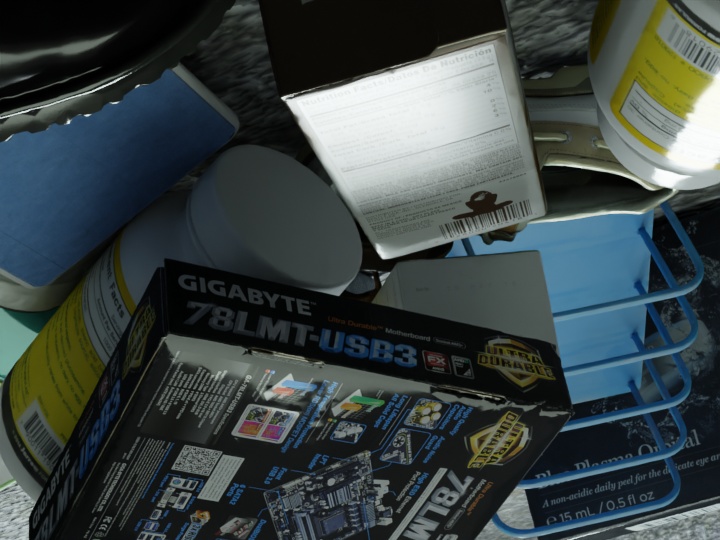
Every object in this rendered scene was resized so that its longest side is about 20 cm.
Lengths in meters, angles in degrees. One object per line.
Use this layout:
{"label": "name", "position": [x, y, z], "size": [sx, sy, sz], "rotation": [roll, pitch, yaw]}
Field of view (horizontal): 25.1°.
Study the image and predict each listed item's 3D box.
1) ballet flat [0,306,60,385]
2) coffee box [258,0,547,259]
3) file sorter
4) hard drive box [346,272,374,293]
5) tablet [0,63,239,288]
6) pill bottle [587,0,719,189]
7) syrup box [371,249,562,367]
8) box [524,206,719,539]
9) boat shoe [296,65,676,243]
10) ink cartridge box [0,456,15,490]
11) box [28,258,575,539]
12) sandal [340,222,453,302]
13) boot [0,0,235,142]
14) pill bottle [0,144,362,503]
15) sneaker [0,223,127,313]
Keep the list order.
{"label": "ballet flat", "position": [-0.175, 0.046, 0.917], "size": [0.067, 0.067, 0.201], "rotation": [-29, 118, 4]}
{"label": "coffee box", "position": [0.016, -0.091, 0.615], "size": [0.079, 0.115, 0.200], "rotation": [-15, 162, 6]}
{"label": "file sorter", "position": [0.132, 0.051, 1.009], "size": [0.138, 0.123, 0.201], "rotation": [-12, 132, -8]}
{"label": "hard drive box", "position": [-0.086, 0.048, 1.056], "size": [0.155, 0.077, 0.200], "rotation": [-21, 162, 22]}
{"label": "tablet", "position": [-0.139, -0.061, 0.671], "size": [0.130, 0.014, 0.200], "rotation": [-37, 154, 6]}
{"label": "pill bottle", "position": [0.156, -0.106, 0.682], "size": [0.111, 0.112, 0.200], "rotation": [-11, 164, -6]}
{"label": "syrup box", "position": [0.041, 0.060, 0.886], "size": [0.078, 0.082, 0.200], "rotation": [-5, 162, -13]}
{"label": "box", "position": [0.207, 0.084, 1.183], "size": [0.195, 0.201, 0.117], "rotation": [-18, 164, 14]}
{"label": "boat shoe", "position": [0.068, -0.053, 0.819], "size": [0.199, 0.069, 0.075], "rotation": [-13, 155, -8]}
{"label": "ink cartridge box", "position": [-0.241, 0.106, 0.999], "size": [0.117, 0.068, 0.200], "rotation": [-29, -178, 5]}
{"label": "box", "position": [-0.033, 0.094, 0.756], "size": [0.197, 0.050, 0.200], "rotation": [11, 133, -23]}
{"label": "sandal", "position": [0.000, 0.000, 0.918], "size": [0.081, 0.055, 0.200], "rotation": [-4, 180, -16]}
{"label": "boot", "position": [-0.138, -0.109, 0.498], "size": [0.210, 0.080, 0.158], "rotation": [-27, 150, -12]}
{"label": "pill bottle", "position": [-0.090, 0.034, 0.800], "size": [0.112, 0.113, 0.200], "rotation": [4, 140, -45]}
{"label": "sneaker", "position": [-0.194, -0.027, 0.755], "size": [0.092, 0.076, 0.199], "rotation": [-36, 161, 36]}
